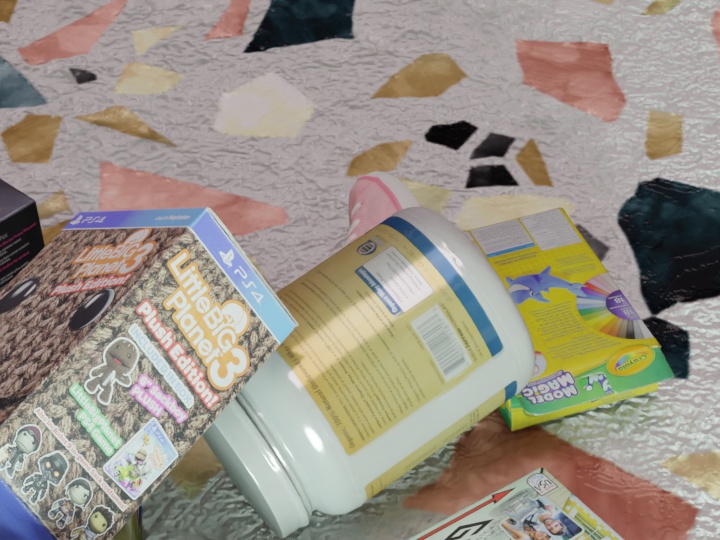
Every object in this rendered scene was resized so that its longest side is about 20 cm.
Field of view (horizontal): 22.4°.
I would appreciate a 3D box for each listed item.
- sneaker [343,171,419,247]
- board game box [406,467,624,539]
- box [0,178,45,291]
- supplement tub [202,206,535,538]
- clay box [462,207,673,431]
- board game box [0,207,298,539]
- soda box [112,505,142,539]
[{"bbox_3d":[0.000,0.000,1.334,0.104,0.075,0.200,-9,42,-15],"label":"sneaker"},{"bbox_3d":[0.076,0.208,1.108,0.200,0.029,0.135,-25,43,-26],"label":"board game box"},{"bbox_3d":[-0.341,0.011,1.307,0.132,0.115,0.200,30,48,33],"label":"box"},{"bbox_3d":[-0.004,0.066,1.176,0.200,0.145,0.145,-34,46,-13],"label":"supplement tub"},{"bbox_3d":[0.132,0.039,1.301,0.115,0.048,0.200,-14,41,-12],"label":"clay box"},{"bbox_3d":[-0.167,0.064,1.087,0.159,0.097,0.200,0,42,52],"label":"board game box"},{"bbox_3d":[-0.179,0.130,1.191,0.068,0.064,0.200,-5,38,-3],"label":"soda box"}]
